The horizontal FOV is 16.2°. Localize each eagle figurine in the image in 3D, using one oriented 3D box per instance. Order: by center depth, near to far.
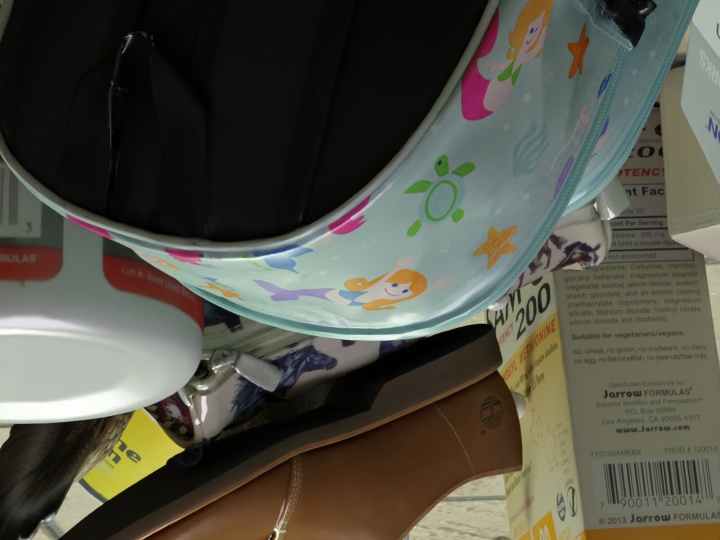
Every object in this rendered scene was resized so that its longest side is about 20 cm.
[{"bbox_3d":[-0.072,0.026,1.051,0.151,0.200,0.152,3,-179,-36],"label":"eagle figurine"}]

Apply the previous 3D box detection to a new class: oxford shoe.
[{"bbox_3d":[-0.026,0.091,0.962,0.200,0.071,0.071,-23,-170,-12],"label":"oxford shoe"}]

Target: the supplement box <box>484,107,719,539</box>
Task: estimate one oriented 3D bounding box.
[{"bbox_3d":[0.106,0.041,1.127,0.073,0.200,0.126,-2,162,-11],"label":"supplement box"}]

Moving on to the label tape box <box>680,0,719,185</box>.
[{"bbox_3d":[0.175,-0.081,0.783,0.143,0.066,0.200,-22,143,-18],"label":"label tape box"}]

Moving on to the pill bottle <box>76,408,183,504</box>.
[{"bbox_3d":[-0.075,0.044,1.217,0.112,0.112,0.200,6,157,-20],"label":"pill bottle"}]

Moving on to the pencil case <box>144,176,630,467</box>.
[{"bbox_3d":[0.000,0.000,0.964,0.200,0.078,0.089,-25,-152,-17],"label":"pencil case"}]

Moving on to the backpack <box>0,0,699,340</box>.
[{"bbox_3d":[-0.001,-0.082,0.688,0.177,0.200,0.151,14,164,35],"label":"backpack"}]

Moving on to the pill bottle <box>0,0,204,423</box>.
[{"bbox_3d":[-0.107,-0.061,0.799,0.116,0.200,0.116,-1,161,0],"label":"pill bottle"}]

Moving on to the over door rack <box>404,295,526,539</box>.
[{"bbox_3d":[0.036,0.052,1.127,0.066,0.148,0.200,0,-166,-9],"label":"over door rack"}]

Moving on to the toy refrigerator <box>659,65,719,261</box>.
[{"bbox_3d":[0.214,-0.032,1.111,0.070,0.076,0.200,-15,157,36],"label":"toy refrigerator"}]
